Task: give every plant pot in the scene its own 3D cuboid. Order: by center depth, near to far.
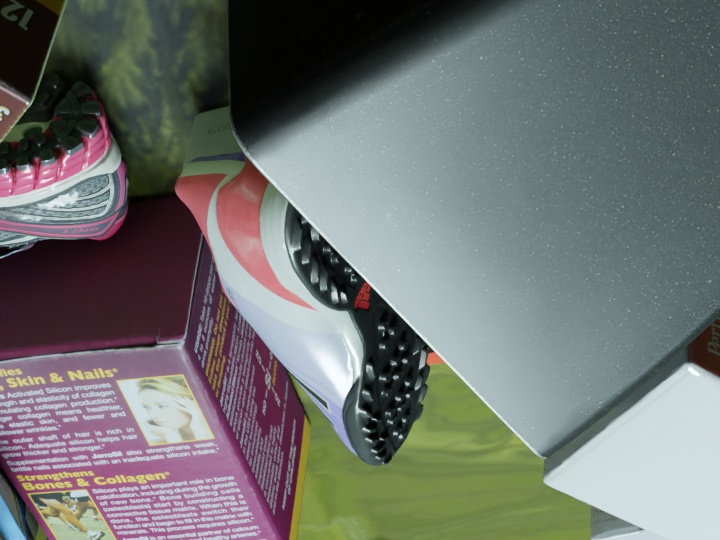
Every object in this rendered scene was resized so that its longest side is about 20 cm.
[{"bbox_3d":[0.078,-0.089,0.644,0.177,0.201,0.200,-31,126,19],"label":"plant pot"}]

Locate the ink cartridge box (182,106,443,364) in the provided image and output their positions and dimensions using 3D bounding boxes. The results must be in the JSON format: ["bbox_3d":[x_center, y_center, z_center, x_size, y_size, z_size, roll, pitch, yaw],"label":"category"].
[{"bbox_3d":[0.000,0.000,0.841,0.108,0.051,0.200,-9,135,17],"label":"ink cartridge box"}]

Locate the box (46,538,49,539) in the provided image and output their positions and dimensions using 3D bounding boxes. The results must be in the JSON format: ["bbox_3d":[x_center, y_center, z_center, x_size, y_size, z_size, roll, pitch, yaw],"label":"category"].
[{"bbox_3d":[-0.143,0.219,0.989,0.095,0.201,0.078,28,134,-21],"label":"box"}]

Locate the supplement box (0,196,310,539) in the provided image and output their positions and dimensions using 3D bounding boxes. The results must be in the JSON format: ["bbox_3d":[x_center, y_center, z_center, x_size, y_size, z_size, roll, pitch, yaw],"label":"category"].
[{"bbox_3d":[-0.116,0.069,0.894,0.130,0.104,0.201,-5,137,13],"label":"supplement box"}]

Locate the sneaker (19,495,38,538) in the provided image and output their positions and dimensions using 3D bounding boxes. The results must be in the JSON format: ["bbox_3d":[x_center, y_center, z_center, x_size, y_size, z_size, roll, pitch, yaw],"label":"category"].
[{"bbox_3d":[-0.307,0.129,0.996,0.201,0.077,0.146,-9,147,4],"label":"sneaker"}]

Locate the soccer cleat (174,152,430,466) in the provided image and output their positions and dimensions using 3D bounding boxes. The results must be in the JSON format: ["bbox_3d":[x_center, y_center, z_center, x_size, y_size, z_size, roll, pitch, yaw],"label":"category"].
[{"bbox_3d":[-0.022,0.018,0.791,0.073,0.068,0.200,14,148,30],"label":"soccer cleat"}]

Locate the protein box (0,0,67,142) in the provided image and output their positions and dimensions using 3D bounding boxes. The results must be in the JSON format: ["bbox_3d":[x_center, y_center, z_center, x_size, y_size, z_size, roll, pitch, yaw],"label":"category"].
[{"bbox_3d":[-0.203,-0.107,0.643,0.135,0.201,0.198,29,134,-22],"label":"protein box"}]

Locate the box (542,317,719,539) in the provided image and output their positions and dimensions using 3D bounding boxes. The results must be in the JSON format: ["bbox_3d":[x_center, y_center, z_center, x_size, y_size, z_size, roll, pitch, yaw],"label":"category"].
[{"bbox_3d":[0.196,0.051,0.794,0.199,0.153,0.106,25,136,-19],"label":"box"}]

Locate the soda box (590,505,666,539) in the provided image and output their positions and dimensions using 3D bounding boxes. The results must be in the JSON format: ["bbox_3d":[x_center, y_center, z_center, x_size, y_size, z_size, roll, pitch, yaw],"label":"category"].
[{"bbox_3d":[0.194,0.180,0.996,0.063,0.068,0.200,-13,134,21],"label":"soda box"}]

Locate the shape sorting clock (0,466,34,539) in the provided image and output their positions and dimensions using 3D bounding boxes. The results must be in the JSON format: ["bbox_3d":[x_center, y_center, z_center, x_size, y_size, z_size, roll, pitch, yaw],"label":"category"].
[{"bbox_3d":[-0.219,0.075,0.863,0.039,0.200,0.201,-28,135,-8],"label":"shape sorting clock"}]

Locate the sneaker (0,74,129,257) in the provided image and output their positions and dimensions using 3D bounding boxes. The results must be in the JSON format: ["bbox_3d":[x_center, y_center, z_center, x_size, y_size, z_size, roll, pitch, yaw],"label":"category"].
[{"bbox_3d":[-0.210,-0.034,0.814,0.199,0.081,0.075,-4,139,12],"label":"sneaker"}]
